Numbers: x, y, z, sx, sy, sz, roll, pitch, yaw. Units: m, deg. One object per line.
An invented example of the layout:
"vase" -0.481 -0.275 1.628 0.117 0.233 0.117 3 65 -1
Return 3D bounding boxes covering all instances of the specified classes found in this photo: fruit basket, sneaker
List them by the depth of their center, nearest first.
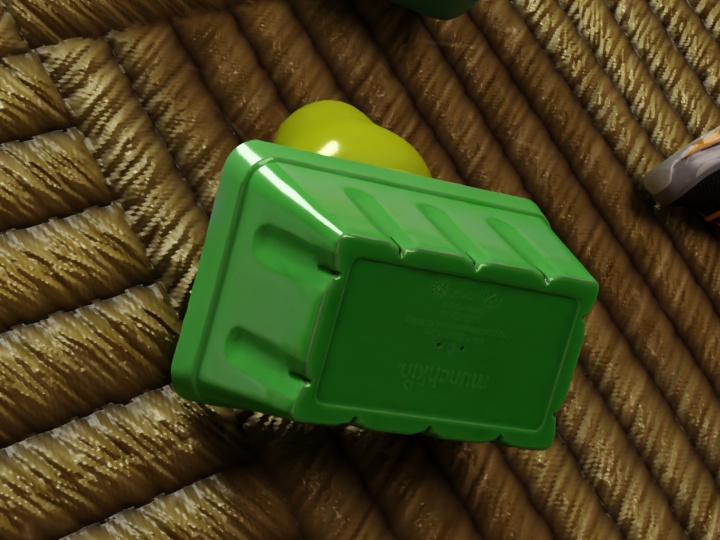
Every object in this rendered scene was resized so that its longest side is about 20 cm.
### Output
"fruit basket" 0.000 0.000 0.866 0.214 0.157 0.216 16 9 -3
"sneaker" 0.276 -0.054 1.139 0.199 0.078 0.078 -2 70 -37

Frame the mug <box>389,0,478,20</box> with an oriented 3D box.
"mug" 0.023 -0.245 1.044 0.114 0.185 0.153 19 74 -22
